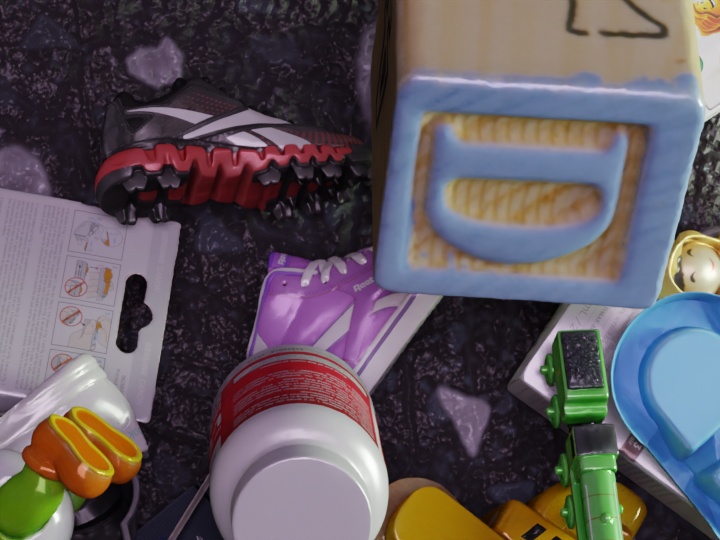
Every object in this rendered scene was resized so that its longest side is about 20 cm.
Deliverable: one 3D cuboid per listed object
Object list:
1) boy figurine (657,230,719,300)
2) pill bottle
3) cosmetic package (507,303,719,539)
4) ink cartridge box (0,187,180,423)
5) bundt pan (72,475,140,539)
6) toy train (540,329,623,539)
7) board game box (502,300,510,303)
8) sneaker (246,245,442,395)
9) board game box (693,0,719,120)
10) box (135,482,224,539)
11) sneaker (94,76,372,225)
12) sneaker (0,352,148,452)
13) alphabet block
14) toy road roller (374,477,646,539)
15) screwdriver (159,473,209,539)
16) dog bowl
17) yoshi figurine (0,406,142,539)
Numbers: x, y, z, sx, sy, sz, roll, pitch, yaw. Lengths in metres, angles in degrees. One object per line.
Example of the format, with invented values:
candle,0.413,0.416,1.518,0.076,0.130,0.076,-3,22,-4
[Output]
boy figurine,0.291,-0.003,1.751,0.199,0.064,0.125,5,85,-8
pill bottle,-0.040,0.125,1.592,0.111,0.200,0.113,-1,104,-3
cosmetic package,0.209,0.095,1.725,0.199,0.074,0.102,34,81,1
ink cartridge box,-0.229,0.025,1.681,0.199,0.050,0.163,11,57,-8
bundt pan,-0.235,0.171,1.643,0.200,0.076,0.203,-3,55,5
toy train,0.149,0.131,1.627,0.041,0.056,0.201,-3,65,-8
board game box,0.113,-0.092,1.764,0.119,0.032,0.201,-24,85,-4
sneaker,0.000,0.000,1.711,0.114,0.073,0.201,38,89,5
board game box,0.233,-0.219,1.787,0.126,0.035,0.201,-34,87,-8
box,-0.141,0.242,1.631,0.200,0.158,0.051,-38,120,-8
sneaker,-0.087,-0.087,1.719,0.199,0.071,0.098,-2,60,-19
sneaker,-0.222,0.145,1.579,0.200,0.075,0.089,-39,91,-8
alphabet block,0.106,-0.116,1.618,0.194,0.197,0.201,5,48,-4
toy road roller,0.100,0.187,1.682,0.200,0.123,0.146,36,67,-3
screwdriver,-0.122,0.166,1.649,0.029,0.028,0.200,18,44,6
dog bowl,0.244,0.107,1.667,0.111,0.050,0.200,-40,88,-9
yoshi figurine,-0.205,0.186,1.514,0.112,0.112,0.200,32,103,-32
